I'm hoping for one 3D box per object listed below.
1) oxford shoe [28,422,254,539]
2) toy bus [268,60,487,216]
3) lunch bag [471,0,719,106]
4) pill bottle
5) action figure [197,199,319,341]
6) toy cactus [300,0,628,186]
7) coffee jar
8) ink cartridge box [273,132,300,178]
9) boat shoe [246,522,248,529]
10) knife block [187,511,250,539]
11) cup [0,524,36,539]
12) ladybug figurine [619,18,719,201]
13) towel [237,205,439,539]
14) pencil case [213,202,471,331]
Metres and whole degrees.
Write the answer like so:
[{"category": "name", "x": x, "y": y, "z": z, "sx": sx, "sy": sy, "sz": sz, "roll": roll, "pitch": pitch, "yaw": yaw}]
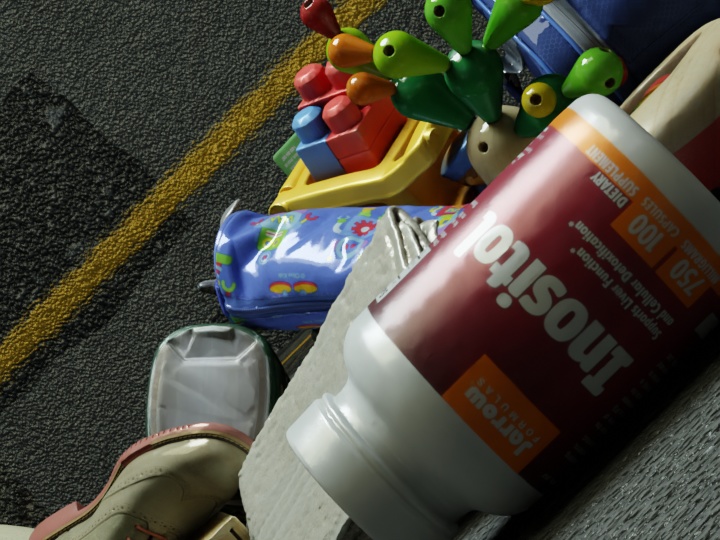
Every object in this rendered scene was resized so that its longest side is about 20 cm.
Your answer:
[{"category": "oxford shoe", "x": -0.132, "y": 0.162, "z": 1.230, "sx": 0.200, "sy": 0.070, "sz": 0.075, "roll": -41, "pitch": 31, "yaw": 34}, {"category": "toy bus", "x": 0.041, "y": -0.059, "z": 1.335, "sx": 0.199, "sy": 0.192, "sz": 0.136, "roll": -12, "pitch": 30, "yaw": 35}, {"category": "lunch bag", "x": 0.154, "y": -0.143, "z": 1.269, "sx": 0.132, "sy": 0.136, "sz": 0.200, "roll": -44, "pitch": -37, "yaw": 7}, {"category": "pill bottle", "x": 0.067, "y": 0.030, "z": 0.880, "sx": 0.200, "sy": 0.113, "sz": 0.113, "roll": -45, "pitch": 3, "yaw": 3}, {"category": "action figure", "x": -0.031, "y": 0.029, "z": 1.533, "sx": 0.105, "sy": 0.193, "sz": 0.200, "roll": -57, "pitch": 21, "yaw": -18}, {"category": "toy cactus", "x": 0.071, "y": -0.105, "z": 1.172, "sx": 0.199, "sy": 0.165, "sz": 0.103, "roll": 0, "pitch": 48, "yaw": 29}, {"category": "coffee jar", "x": -0.078, "y": 0.110, "z": 1.352, "sx": 0.200, "sy": 0.085, "sz": 0.105, "roll": 62, "pitch": -151, "yaw": -70}, {"category": "ink cartridge box", "x": 0.046, "y": -0.055, "z": 1.526, "sx": 0.084, "sy": 0.200, "sz": 0.145, "roll": -42, "pitch": 2, "yaw": -25}, {"category": "boat shoe", "x": -0.024, "y": 0.127, "z": 1.221, "sx": 0.200, "sy": 0.068, "sz": 0.072, "roll": 74, "pitch": -154, "yaw": -80}, {"category": "knife block", "x": -0.087, "y": 0.188, "z": 1.290, "sx": 0.200, "sy": 0.064, "sz": 0.176, "roll": -43, "pitch": 4, "yaw": 35}, {"category": "cup", "x": -0.224, "y": 0.253, "z": 1.361, "sx": 0.143, "sy": 0.201, "sz": 0.200, "roll": -19, "pitch": 11, "yaw": 16}, {"category": "ladybug figurine", "x": 0.177, "y": -0.069, "z": 1.123, "sx": 0.136, "sy": 0.072, "sz": 0.200, "roll": -44, "pitch": 3, "yaw": 41}, {"category": "towel", "x": -0.001, "y": 0.077, "z": 1.034, "sx": 0.200, "sy": 0.034, "sz": 0.133, "roll": -59, "pitch": 28, "yaw": 25}, {"category": "pencil case", "x": 0.000, "y": 0.000, "z": 1.263, "sx": 0.199, "sy": 0.078, "sz": 0.087, "roll": -2, "pitch": 29, "yaw": 32}]
